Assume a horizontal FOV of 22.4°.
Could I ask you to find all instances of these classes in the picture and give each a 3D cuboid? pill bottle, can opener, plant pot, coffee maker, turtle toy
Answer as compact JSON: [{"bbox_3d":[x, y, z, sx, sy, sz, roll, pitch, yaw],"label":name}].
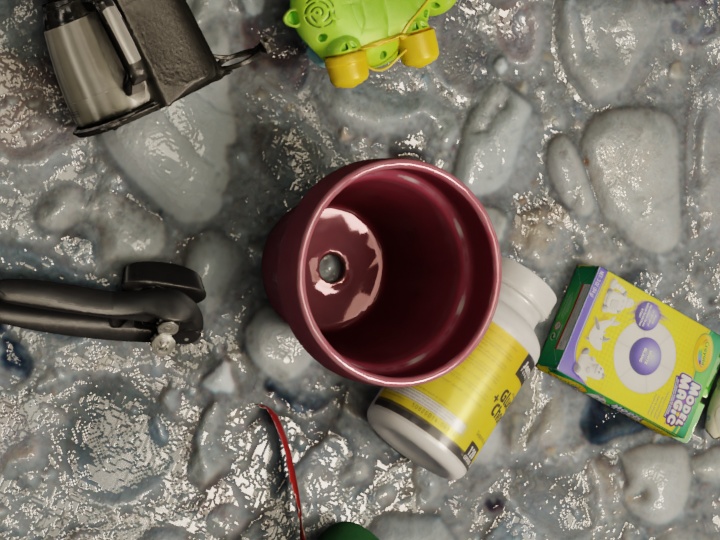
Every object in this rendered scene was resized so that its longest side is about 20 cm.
[{"bbox_3d":[0.101,0.088,1.726,0.112,0.112,0.201,39,76,-21],"label":"pill bottle"},{"bbox_3d":[-0.231,0.036,1.608,0.198,0.079,0.064,0,130,-22],"label":"can opener"},{"bbox_3d":[0.000,0.000,1.640,0.198,0.179,0.203,-1,92,-25],"label":"plant pot"},{"bbox_3d":[-0.206,-0.241,1.580,0.192,0.134,0.202,-35,108,-44],"label":"coffee maker"},{"bbox_3d":[0.014,-0.254,1.681,0.198,0.101,0.147,-18,101,-24],"label":"turtle toy"}]

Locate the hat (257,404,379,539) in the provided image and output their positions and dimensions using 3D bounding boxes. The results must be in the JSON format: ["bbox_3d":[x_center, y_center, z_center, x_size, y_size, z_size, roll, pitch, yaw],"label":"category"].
[{"bbox_3d":[-0.027,0.262,1.725,0.164,0.177,0.201,3,128,-27],"label":"hat"}]

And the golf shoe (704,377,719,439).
[{"bbox_3d":[0.448,0.168,1.925,0.199,0.078,0.098,26,98,-18],"label":"golf shoe"}]

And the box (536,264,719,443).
[{"bbox_3d":[0.286,0.090,1.850,0.199,0.048,0.118,28,80,-25],"label":"box"}]
